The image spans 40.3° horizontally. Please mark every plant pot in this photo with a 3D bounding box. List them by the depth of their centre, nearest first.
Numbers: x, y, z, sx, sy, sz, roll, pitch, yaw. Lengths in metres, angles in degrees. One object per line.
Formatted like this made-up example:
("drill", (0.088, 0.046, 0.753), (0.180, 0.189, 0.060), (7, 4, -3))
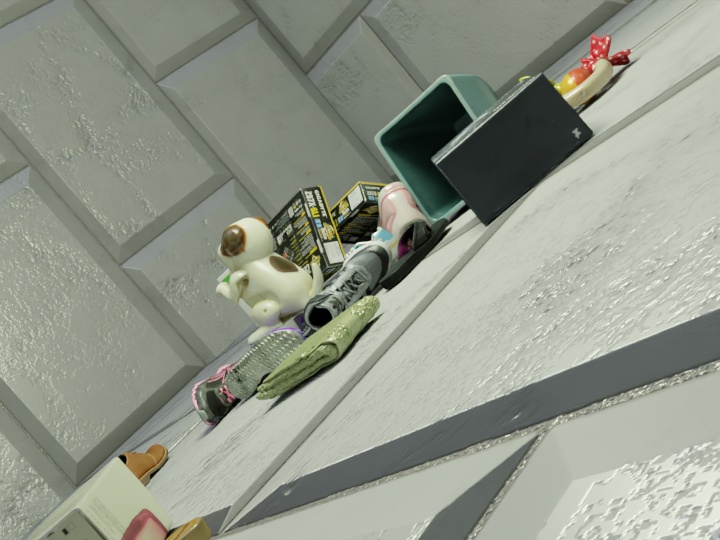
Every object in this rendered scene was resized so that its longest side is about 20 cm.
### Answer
("plant pot", (0.186, -0.231, 1.760), (0.196, 0.196, 0.200), (-37, -5, 37))

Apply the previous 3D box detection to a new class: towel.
("towel", (-0.060, 0.115, 1.416), (0.200, 0.037, 0.148), (-38, 5, 41))

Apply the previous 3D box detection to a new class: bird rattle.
("bird rattle", (0.391, -0.326, 1.727), (0.199, 0.113, 0.163), (-26, 20, 14))

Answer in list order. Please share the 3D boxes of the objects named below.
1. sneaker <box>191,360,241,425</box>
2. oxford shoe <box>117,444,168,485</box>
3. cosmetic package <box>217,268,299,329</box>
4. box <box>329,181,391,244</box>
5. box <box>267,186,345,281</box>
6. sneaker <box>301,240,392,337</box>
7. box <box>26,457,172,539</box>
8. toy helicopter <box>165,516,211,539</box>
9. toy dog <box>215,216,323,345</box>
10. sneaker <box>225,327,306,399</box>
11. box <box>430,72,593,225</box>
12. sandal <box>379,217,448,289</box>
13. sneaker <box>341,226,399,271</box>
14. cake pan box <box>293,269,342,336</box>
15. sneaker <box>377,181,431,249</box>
("sneaker", (-0.240, 0.214, 1.819), (0.095, 0.079, 0.200), (-26, 11, 23))
("oxford shoe", (-0.418, 0.363, 1.842), (0.071, 0.071, 0.200), (-41, 3, 12))
("cosmetic package", (-0.187, 0.052, 2.044), (0.108, 0.200, 0.085), (-42, 2, 19))
("box", (0.044, -0.104, 1.858), (0.199, 0.050, 0.160), (1, -29, -34))
("box", (-0.112, -0.044, 1.859), (0.049, 0.161, 0.200), (-12, -16, -34))
("sneaker", (-0.025, 0.039, 1.639), (0.200, 0.075, 0.114), (-46, 3, 18))
("box", (-0.298, 0.308, 1.076), (0.128, 0.109, 0.200), (-41, 4, 1))
("toy helicopter", (-0.197, 0.272, 0.804), (0.200, 0.079, 0.132), (-39, 3, -35))
("toy dog", (-0.178, 0.004, 1.748), (0.194, 0.201, 0.139), (-35, 0, 42))
("sneaker", (-0.155, 0.144, 1.727), (0.200, 0.070, 0.100), (-37, 3, 36))
("box", (0.214, -0.181, 1.441), (0.196, 0.118, 0.200), (-40, 6, 7))
("sandal", (0.087, -0.043, 1.619), (0.075, 0.048, 0.200), (-37, 7, 43))
("sneaker", (0.000, 0.000, 1.737), (0.200, 0.081, 0.077), (-40, 6, 32))
("cake pan box", (-0.033, 0.032, 1.906), (0.184, 0.052, 0.200), (-38, 6, 16))
("sneaker", (0.082, -0.065, 1.767), (0.075, 0.105, 0.201), (-27, -28, -7))
